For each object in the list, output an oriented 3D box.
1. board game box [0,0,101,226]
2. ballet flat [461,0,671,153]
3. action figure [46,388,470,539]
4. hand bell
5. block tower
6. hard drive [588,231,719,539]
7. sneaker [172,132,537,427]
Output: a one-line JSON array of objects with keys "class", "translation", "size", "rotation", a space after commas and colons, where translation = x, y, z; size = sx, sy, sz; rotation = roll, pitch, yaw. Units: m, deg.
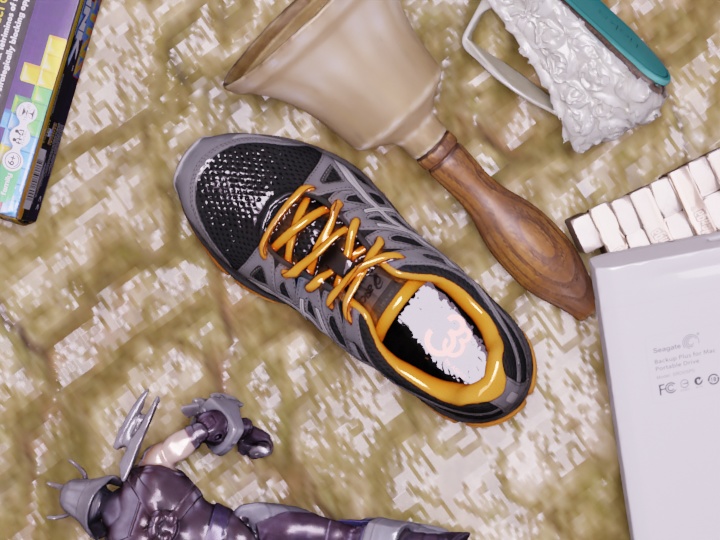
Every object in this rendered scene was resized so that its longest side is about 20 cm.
[{"class": "board game box", "translation": [-0.207, -0.140, 1.115], "size": [0.165, 0.057, 0.201], "rotation": [17, 90, 3]}, {"class": "ballet flat", "translation": [0.062, -0.136, 1.108], "size": [0.072, 0.072, 0.200], "rotation": [-40, 89, 0]}, {"class": "action figure", "translation": [-0.054, 0.131, 1.109], "size": [0.199, 0.069, 0.131], "rotation": [16, 97, 5]}, {"class": "hand bell", "translation": [0.041, -0.052, 1.110], "size": [0.104, 0.104, 0.200], "rotation": [-44, 102, 0]}, {"class": "block tower", "translation": [0.197, -0.043, 1.109], "size": [0.199, 0.054, 0.058], "rotation": [-25, 89, 1]}, {"class": "hard drive", "translation": [0.185, 0.079, 1.093], "size": [0.131, 0.026, 0.201], "rotation": [-11, 107, -2]}, {"class": "sneaker", "translation": [0.000, 0.000, 1.101], "size": [0.200, 0.077, 0.078], "rotation": [34, 92, 2]}]
